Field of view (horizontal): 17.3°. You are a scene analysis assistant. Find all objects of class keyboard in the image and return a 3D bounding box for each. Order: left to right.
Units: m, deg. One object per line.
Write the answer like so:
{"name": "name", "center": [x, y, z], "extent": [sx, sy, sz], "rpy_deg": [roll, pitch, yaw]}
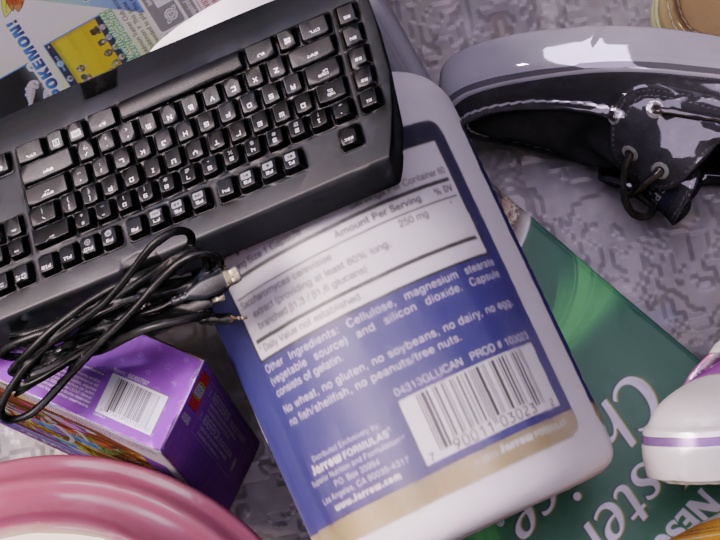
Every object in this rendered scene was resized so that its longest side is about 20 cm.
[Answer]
{"name": "keyboard", "center": [-0.080, -0.022, 0.778], "extent": [0.199, 0.040, 0.105], "rpy_deg": [-23, 71, 15]}

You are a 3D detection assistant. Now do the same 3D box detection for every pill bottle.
{"name": "pill bottle", "center": [0.000, 0.000, 0.833], "extent": [0.110, 0.111, 0.201], "rpy_deg": [-24, 82, -3]}

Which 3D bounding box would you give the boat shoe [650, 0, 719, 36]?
{"name": "boat shoe", "center": [0.212, -0.129, 0.939], "extent": [0.198, 0.066, 0.075], "rpy_deg": [-16, 72, 0]}

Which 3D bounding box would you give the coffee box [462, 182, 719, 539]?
{"name": "coffee box", "center": [0.070, 0.063, 0.903], "extent": [0.200, 0.044, 0.123], "rpy_deg": [43, 80, 15]}

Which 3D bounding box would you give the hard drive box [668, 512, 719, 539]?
{"name": "hard drive box", "center": [0.205, 0.090, 0.794], "extent": [0.199, 0.156, 0.077], "rpy_deg": [-24, 88, -20]}

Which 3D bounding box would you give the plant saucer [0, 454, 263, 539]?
{"name": "plant saucer", "center": [-0.105, 0.163, 0.805], "extent": [0.199, 0.051, 0.202], "rpy_deg": [0, 82, 0]}

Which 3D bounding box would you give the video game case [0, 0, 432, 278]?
{"name": "video game case", "center": [-0.086, -0.088, 0.891], "extent": [0.181, 0.201, 0.022], "rpy_deg": [-27, 29, 8]}

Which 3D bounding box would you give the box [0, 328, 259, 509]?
{"name": "box", "center": [-0.142, 0.027, 0.886], "extent": [0.199, 0.137, 0.039], "rpy_deg": [23, 77, 11]}

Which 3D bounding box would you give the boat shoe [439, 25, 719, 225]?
{"name": "boat shoe", "center": [0.129, -0.050, 0.926], "extent": [0.198, 0.070, 0.067], "rpy_deg": [4, 71, -1]}

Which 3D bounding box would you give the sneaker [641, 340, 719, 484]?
{"name": "sneaker", "center": [0.166, -0.001, 0.849], "extent": [0.200, 0.072, 0.115], "rpy_deg": [-24, 101, -34]}
